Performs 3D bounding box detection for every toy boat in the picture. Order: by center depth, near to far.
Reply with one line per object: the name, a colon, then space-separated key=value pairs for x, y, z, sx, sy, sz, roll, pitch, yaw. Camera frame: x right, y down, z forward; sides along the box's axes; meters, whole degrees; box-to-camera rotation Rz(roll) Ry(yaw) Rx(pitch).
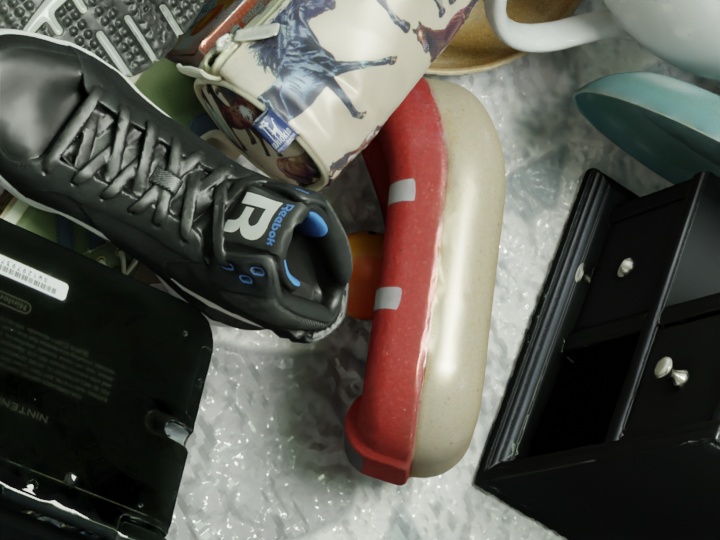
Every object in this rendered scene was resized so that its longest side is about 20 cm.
toy boat: x=0.000 y=0.000 z=0.996 sx=0.131 sy=0.131 sz=0.200 roll=7 pitch=74 yaw=1

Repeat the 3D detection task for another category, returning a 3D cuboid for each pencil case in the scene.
pencil case: x=0.009 y=-0.133 z=0.936 sx=0.200 sy=0.078 sz=0.089 roll=-52 pitch=136 yaw=-9

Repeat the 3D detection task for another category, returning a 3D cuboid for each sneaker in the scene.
sneaker: x=-0.077 y=-0.039 z=0.870 sx=0.200 sy=0.112 sz=0.073 roll=38 pitch=71 yaw=-35
sneaker: x=-0.123 y=-0.018 z=0.941 sx=0.090 sy=0.067 sz=0.200 roll=37 pitch=60 yaw=-12
sneaker: x=-0.108 y=-0.146 z=0.956 sx=0.200 sy=0.080 sz=0.074 roll=-40 pitch=118 yaw=-34

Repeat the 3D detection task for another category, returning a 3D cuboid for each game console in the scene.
game console: x=-0.188 y=0.073 z=0.871 sx=0.200 sy=0.116 sz=0.176 roll=25 pitch=60 yaw=-24

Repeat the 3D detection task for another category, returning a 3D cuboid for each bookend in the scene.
bookend: x=0.176 y=0.032 z=1.029 sx=0.092 sy=0.200 sz=0.199 roll=31 pitch=66 yaw=-21

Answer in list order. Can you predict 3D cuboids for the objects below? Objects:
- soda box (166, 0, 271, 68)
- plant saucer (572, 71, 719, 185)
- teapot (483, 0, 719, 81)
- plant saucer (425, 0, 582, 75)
soda box: x=-0.002 y=-0.153 z=1.007 sx=0.200 sy=0.064 sz=0.068 roll=-46 pitch=109 yaw=-11
plant saucer: x=0.204 y=-0.053 z=1.066 sx=0.200 sy=0.200 sz=0.027 roll=31 pitch=89 yaw=-21
teapot: x=0.179 y=-0.195 z=1.009 sx=0.146 sy=0.197 sz=0.200 roll=25 pitch=78 yaw=-50
plant saucer: x=0.039 y=-0.204 z=1.076 sx=0.200 sy=0.035 sz=0.200 roll=-2 pitch=95 yaw=-23
